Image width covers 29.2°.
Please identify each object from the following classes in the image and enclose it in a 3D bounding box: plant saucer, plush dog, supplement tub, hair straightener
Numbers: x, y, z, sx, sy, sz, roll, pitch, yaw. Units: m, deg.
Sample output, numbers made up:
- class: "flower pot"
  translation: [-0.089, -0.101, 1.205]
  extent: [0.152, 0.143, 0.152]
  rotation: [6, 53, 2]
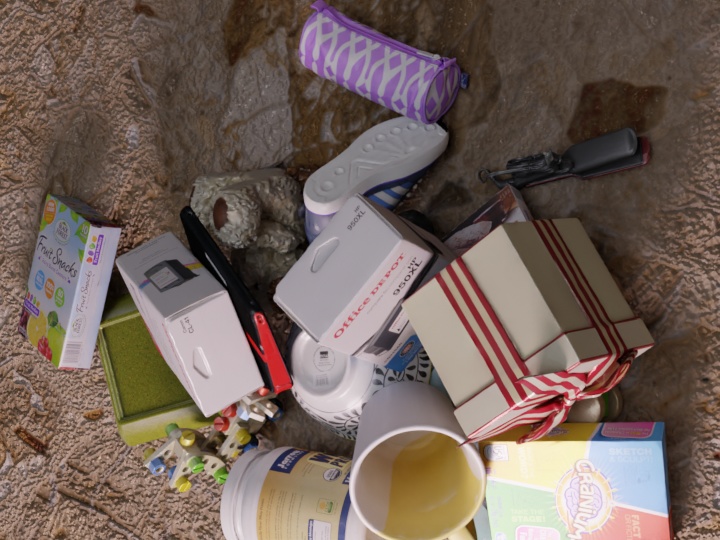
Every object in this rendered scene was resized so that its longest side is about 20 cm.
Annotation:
- class: "plant saucer"
  translation: [-0.270, 0.120, 1.821]
  extent: [0.199, 0.048, 0.201]
  rotation: [-17, 85, 28]
- class: "plush dog"
  translation: [-0.113, -0.033, 1.687]
  extent: [0.200, 0.159, 0.173]
  rotation: [-153, 53, -67]
- class: "supplement tub"
  translation: [-0.054, 0.291, 1.660]
  extent: [0.199, 0.144, 0.146]
  rotation: [6, 96, 27]
- class: "hair straightener"
  translation: [0.214, -0.125, 1.530]
  extent: [0.199, 0.077, 0.041]
  rotation: [-8, 72, 31]

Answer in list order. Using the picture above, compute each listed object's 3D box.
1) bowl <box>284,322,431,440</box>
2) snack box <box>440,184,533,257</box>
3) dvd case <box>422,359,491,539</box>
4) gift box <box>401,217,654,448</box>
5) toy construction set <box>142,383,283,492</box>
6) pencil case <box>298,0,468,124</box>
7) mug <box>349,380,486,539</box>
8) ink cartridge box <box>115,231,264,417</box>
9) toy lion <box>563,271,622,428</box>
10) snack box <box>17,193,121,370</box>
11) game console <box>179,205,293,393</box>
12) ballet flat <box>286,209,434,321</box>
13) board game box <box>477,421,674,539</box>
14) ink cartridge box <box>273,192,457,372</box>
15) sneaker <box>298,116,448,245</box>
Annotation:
- class: "bowl"
  translation: [-0.024, 0.106, 1.650]
  extent: [0.200, 0.094, 0.202]
  rotation: [-2, 87, 33]
- class: "snack box"
  translation: [0.114, -0.009, 1.581]
  extent: [0.200, 0.024, 0.072]
  rotation: [-40, 49, 23]
- class: "dvd case"
  translation: [0.123, 0.209, 1.630]
  extent: [0.200, 0.022, 0.146]
  rotation: [47, 113, 20]
- class: "gift box"
  translation: [0.165, 0.072, 1.430]
  extent: [0.184, 0.199, 0.188]
  rotation: [-42, 70, 38]
- class: "toy construction set"
  translation: [-0.168, 0.191, 1.717]
  extent: [0.200, 0.131, 0.093]
  rotation: [-43, 58, 28]
- class: "pencil case"
  translation: [0.022, -0.242, 1.618]
  extent: [0.199, 0.084, 0.086]
  rotation: [25, 139, 23]
- class: "mug"
  translation: [0.057, 0.217, 1.553]
  extent: [0.148, 0.153, 0.188]
  rotation: [-1, 114, -3]
- class: "ink cartridge box"
  translation: [-0.205, 0.061, 1.652]
  extent: [0.200, 0.085, 0.148]
  rotation: [39, 153, 55]
- class: "toy lion"
  translation: [0.197, 0.071, 1.564]
  extent: [0.191, 0.068, 0.202]
  rotation: [1, 94, 35]
- class: "snack box"
  translation: [-0.392, 0.014, 1.851]
  extent: [0.142, 0.053, 0.201]
  rotation: [29, 107, 48]
- class: "game console"
  translation: [-0.145, 0.037, 1.629]
  extent: [0.031, 0.177, 0.200]
  rotation: [-28, 53, -14]
- class: "ballet flat"
  translation: [0.000, 0.000, 1.605]
  extent: [0.199, 0.057, 0.067]
  rotation: [-32, 121, 0]
- class: "board game box"
  translation: [0.237, 0.241, 1.511]
  extent: [0.198, 0.040, 0.154]
  rotation: [-3, 113, 18]
- class: "ink cartridge box"
  translation: [0.019, 0.018, 1.485]
  extent: [0.084, 0.200, 0.145]
  rotation: [43, 100, 29]
- class: "sneaker"
  translation: [0.021, -0.085, 1.640]
  extent: [0.199, 0.147, 0.081]
  rotation: [-32, 54, -17]
